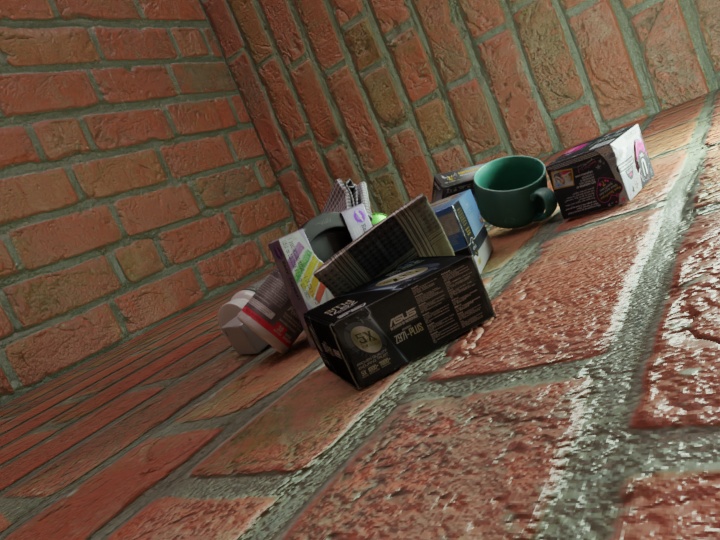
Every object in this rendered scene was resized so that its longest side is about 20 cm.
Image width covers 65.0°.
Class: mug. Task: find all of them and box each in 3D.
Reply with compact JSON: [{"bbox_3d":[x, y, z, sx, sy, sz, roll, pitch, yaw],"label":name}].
[{"bbox_3d":[0.327,-0.152,1.212,0.151,0.115,0.186,-11,36,10],"label":"mug"}]

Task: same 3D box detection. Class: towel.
[{"bbox_3d":[-0.050,-0.115,1.431,0.166,0.085,0.200,-98,30,-46],"label":"towel"},{"bbox_3d":[0.044,-0.008,0.845,0.192,0.035,0.200,-37,-35,1],"label":"towel"}]

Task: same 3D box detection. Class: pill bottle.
[{"bbox_3d":[-0.118,0.039,1.017,0.200,0.111,0.111,-52,13,-11],"label":"pill bottle"},{"bbox_3d":[-0.234,0.086,1.320,0.113,0.114,0.200,-19,8,32],"label":"pill bottle"}]

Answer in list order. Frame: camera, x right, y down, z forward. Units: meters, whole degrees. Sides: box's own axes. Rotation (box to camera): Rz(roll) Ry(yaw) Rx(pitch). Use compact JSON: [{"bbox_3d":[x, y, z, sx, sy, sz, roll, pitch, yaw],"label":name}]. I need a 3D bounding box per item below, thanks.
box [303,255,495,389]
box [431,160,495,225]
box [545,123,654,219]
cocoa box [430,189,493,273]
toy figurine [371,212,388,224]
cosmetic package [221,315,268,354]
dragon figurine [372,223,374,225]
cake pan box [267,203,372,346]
[{"bbox_3d":[0.043,0.058,0.740,0.199,0.087,0.164,-25,8,-15],"label":"box"},{"bbox_3d":[0.267,-0.171,1.341,0.199,0.159,0.048,-15,48,-12],"label":"box"},{"bbox_3d":[0.469,-0.192,1.095,0.132,0.115,0.200,-15,12,43],"label":"box"},{"bbox_3d":[0.151,-0.056,1.040,0.133,0.132,0.200,-20,8,24],"label":"cocoa box"},{"bbox_3d":[0.006,-0.028,1.494,0.184,0.150,0.201,-35,21,47],"label":"toy figurine"},{"bbox_3d":[-0.180,0.088,1.186,0.200,0.072,0.101,-39,14,-32],"label":"cosmetic package"},{"bbox_3d":[0.106,-0.105,1.445,0.199,0.059,0.099,-14,-13,-21],"label":"dragon figurine"},{"bbox_3d":[-0.040,0.002,0.967,0.184,0.201,0.052,-26,7,-33],"label":"cake pan box"}]
